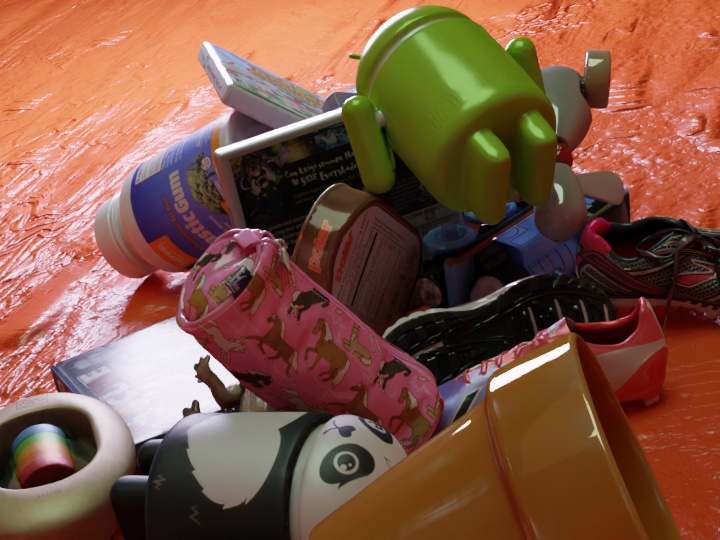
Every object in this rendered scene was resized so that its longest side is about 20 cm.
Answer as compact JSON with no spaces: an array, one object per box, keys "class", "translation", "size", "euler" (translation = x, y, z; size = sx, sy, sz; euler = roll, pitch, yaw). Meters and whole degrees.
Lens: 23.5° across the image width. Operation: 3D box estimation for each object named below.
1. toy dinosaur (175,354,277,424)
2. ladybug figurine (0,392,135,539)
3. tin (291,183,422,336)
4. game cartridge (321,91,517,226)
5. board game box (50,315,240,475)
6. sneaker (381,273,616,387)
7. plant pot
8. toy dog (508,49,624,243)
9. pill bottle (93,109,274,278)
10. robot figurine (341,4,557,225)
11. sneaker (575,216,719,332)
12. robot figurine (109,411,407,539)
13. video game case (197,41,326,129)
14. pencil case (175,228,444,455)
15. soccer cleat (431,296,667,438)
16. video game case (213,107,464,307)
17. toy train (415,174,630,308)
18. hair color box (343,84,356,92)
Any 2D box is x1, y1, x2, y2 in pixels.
[{"class":"toy dinosaur","translation":[-0.053,0.107,1.270],"size":[0.085,0.135,0.202],"euler":[-26,40,43]},{"class":"ladybug figurine","translation":[-0.226,0.155,1.252],"size":[0.134,0.073,0.200],"euler":[-14,25,-7]},{"class":"tin","translation":[0.000,0.000,1.373],"size":[0.041,0.113,0.200],"euler":[13,-7,22]},{"class":"game cartridge","translation":[0.070,-0.100,1.564],"size":[0.198,0.038,0.131],"euler":[0,54,-34]},{"class":"board game box","translation":[-0.158,0.099,1.400],"size":[0.134,0.035,0.200],"euler":[-22,24,-20]},{"class":"sneaker","translation":[0.101,0.049,1.334],"size":[0.198,0.075,0.079],"euler":[-11,-2,-11]},{"class":"plant pot","translation":[0.077,0.164,0.951],"size":[0.182,0.202,0.201],"euler":[-25,21,10]},{"class":"toy dog","translation":[0.160,-0.095,1.438],"size":[0.130,0.097,0.201],"euler":[16,54,20]},{"class":"pill bottle","translation":[-0.156,-0.065,1.629],"size":[0.199,0.113,0.112],"euler":[-26,13,33]},{"class":"robot figurine","translation":[0.073,-0.126,1.334],"size":[0.174,0.116,0.200],"euler":[-23,51,-20]},{"class":"sneaker","translation":[0.266,-0.005,1.344],"size":[0.197,0.075,0.081],"euler":[-5,39,9]},{"class":"robot figurine","translation":[-0.060,0.151,1.107],"size":[0.198,0.125,0.152],"euler":[-2,67,25]},{"class":"video game case","translation":[-0.052,-0.147,1.621],"size":[0.198,0.022,0.182],"euler":[24,13,-20]},{"class":"pencil case","translation":[-0.032,0.058,1.192],"size":[0.086,0.200,0.083],"euler":[-21,37,43]},{"class":"soccer cleat","translation":[0.125,0.074,1.253],"size":[0.197,0.077,0.067],"euler":[-12,23,1]},{"class":"video game case","translation":[-0.010,-0.044,1.460],"size":[0.198,0.184,0.023],"euler":[-20,19,-16]},{"class":"toy train","translation":[0.137,-0.016,1.448],"size":[0.114,0.088,0.199],"euler":[18,37,41]},{"class":"hair color box","translation":[0.078,-0.137,1.736],"size":[0.198,0.101,0.060],"euler":[3,24,33]}]
